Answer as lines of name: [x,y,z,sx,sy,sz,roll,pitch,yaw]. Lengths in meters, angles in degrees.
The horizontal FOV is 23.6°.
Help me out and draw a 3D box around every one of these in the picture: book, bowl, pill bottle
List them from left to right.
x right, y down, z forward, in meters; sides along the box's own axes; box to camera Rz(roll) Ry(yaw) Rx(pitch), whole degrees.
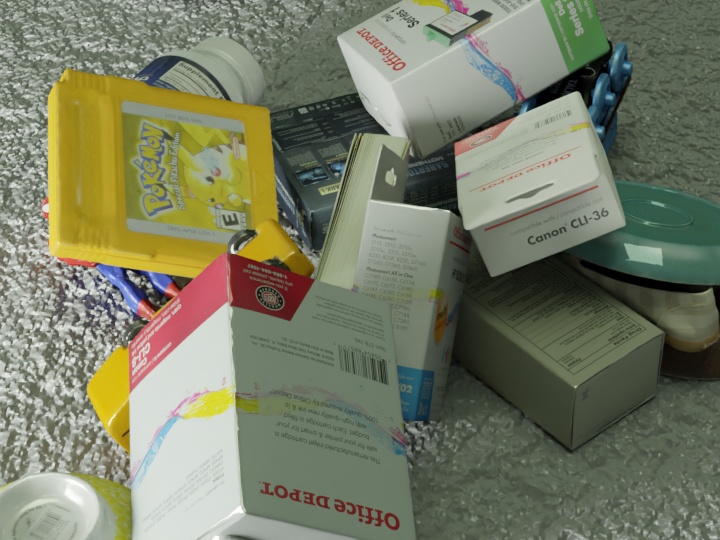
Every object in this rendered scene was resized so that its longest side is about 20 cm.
bowl: [-0.212,0.205,1.196,0.199,0.108,0.201,0,40,0]
pill bottle: [-0.176,-0.133,1.587,0.111,0.111,0.200,21,45,23]
book: [0.000,0.000,1.414,0.048,0.134,0.200,7,40,8]

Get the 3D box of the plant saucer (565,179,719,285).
plant saucer: [0.242,-0.037,1.432,0.199,0.028,0.200,8,21,-3]

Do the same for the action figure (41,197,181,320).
action figure: [-0.214,-0.013,1.500,0.065,0.052,0.200,-37,50,-28]

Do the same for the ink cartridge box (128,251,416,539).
ink cartridge box: [-0.065,0.121,1.192,0.145,0.145,0.201,19,49,-32]

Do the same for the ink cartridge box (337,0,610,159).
ink cartridge box: [0.098,-0.202,1.547,0.199,0.084,0.145,-30,31,-6]

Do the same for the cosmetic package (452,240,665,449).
cosmetic package: [0.139,0.045,1.405,0.103,0.073,0.200,-27,47,-28]

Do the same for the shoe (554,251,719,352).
shoe: [0.215,-0.002,1.423,0.070,0.054,0.200,-37,47,-25]

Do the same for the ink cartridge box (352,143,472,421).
ink cartridge box: [0.039,0.012,1.331,0.068,0.201,0.115,9,-2,13]

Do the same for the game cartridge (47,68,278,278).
game cartridge: [-0.166,-0.079,1.467,0.199,0.032,0.177,9,58,-27]

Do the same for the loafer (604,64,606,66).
loafer: [0.149,-0.223,1.731,0.199,0.076,0.070,6,29,0]

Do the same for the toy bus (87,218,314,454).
toy bus: [-0.116,0.054,1.322,0.200,0.078,0.065,-41,35,-1]

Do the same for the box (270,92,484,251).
box: [0.015,-0.103,1.597,0.199,0.051,0.158,-16,42,-18]

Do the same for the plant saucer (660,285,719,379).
plant saucer: [0.283,0.013,1.473,0.199,0.035,0.201,-1,41,1]

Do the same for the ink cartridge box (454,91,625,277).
ink cartridge box: [0.140,-0.063,1.366,0.116,0.068,0.200,-22,20,11]

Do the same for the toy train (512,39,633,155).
toy train: [0.192,-0.133,1.581,0.086,0.115,0.200,11,42,17]
